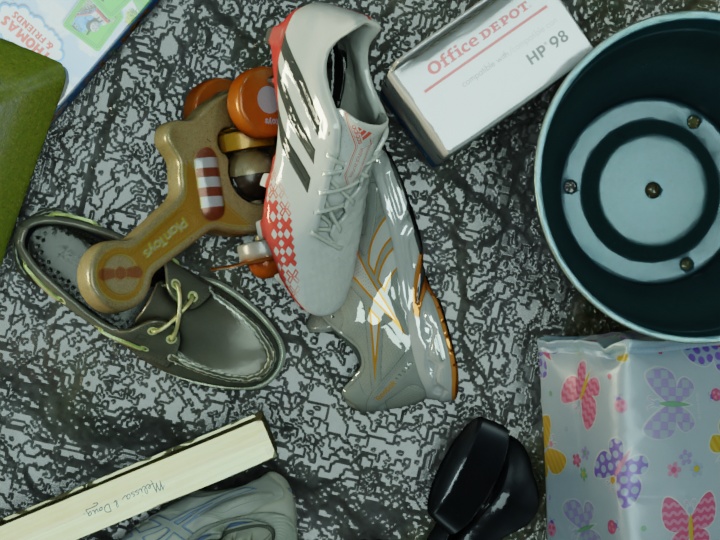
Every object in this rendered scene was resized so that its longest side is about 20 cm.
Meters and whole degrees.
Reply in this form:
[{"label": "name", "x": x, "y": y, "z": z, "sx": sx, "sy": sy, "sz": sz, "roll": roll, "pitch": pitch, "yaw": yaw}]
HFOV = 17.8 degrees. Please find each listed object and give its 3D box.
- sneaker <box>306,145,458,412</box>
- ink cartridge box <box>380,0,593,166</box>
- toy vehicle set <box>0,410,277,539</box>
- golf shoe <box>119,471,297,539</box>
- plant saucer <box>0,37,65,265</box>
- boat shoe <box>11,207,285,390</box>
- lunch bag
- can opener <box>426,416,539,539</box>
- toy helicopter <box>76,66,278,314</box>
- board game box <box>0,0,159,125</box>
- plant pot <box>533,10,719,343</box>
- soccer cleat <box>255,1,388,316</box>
[{"label": "sneaker", "x": 0.000, "y": 0.000, "z": 1.536, "sx": 0.091, "sy": 0.076, "sz": 0.202, "roll": -16, "pitch": 89, "yaw": 3}, {"label": "ink cartridge box", "x": 0.079, "y": -0.128, "z": 1.474, "sx": 0.115, "sy": 0.200, "sz": 0.067, "roll": -35, "pitch": 91, "yaw": -1}, {"label": "toy vehicle set", "x": -0.150, "y": 0.143, "z": 1.502, "sx": 0.199, "sy": 0.124, "sz": 0.027, "roll": -22, "pitch": 90, "yaw": -1}, {"label": "golf shoe", "x": -0.126, "y": 0.193, "z": 1.536, "sx": 0.199, "sy": 0.098, "sz": 0.079, "roll": -17, "pitch": 122, "yaw": 20}, {"label": "plant saucer", "x": -0.318, "y": -0.076, "z": 1.510, "sx": 0.198, "sy": 0.048, "sz": 0.201, "roll": 22, "pitch": 102, "yaw": 2}, {"label": "boat shoe", "x": -0.142, "y": 0.022, "z": 1.535, "sx": 0.201, "sy": 0.060, "sz": 0.072, "roll": 29, "pitch": 89, "yaw": -1}, {"label": "lunch bag", "x": 0.221, "y": 0.121, "z": 1.514, "sx": 0.198, "sy": 0.127, "sz": 0.171, "roll": -4, "pitch": 92, "yaw": -30}, {"label": "can opener", "x": 0.056, "y": 0.196, "z": 1.539, "sx": 0.078, "sy": 0.063, "sz": 0.201, "roll": 27, "pitch": 87, "yaw": -18}, {"label": "toy helicopter", "x": -0.102, "y": -0.033, "z": 1.504, "sx": 0.200, "sy": 0.079, "sz": 0.133, "roll": -42, "pitch": 109, "yaw": -28}, {"label": "board game box", "x": -0.236, "y": -0.180, "z": 1.546, "sx": 0.151, "sy": 0.037, "sz": 0.200, "roll": 41, "pitch": 89, "yaw": -2}, {"label": "plant pot", "x": 0.202, "y": -0.056, "z": 1.484, "sx": 0.198, "sy": 0.188, "sz": 0.202, "roll": 0, "pitch": 90, "yaw": -1}, {"label": "soccer cleat", "x": -0.018, "y": -0.070, "z": 1.467, "sx": 0.068, "sy": 0.085, "sz": 0.202, "roll": -5, "pitch": 97, "yaw": -43}]
